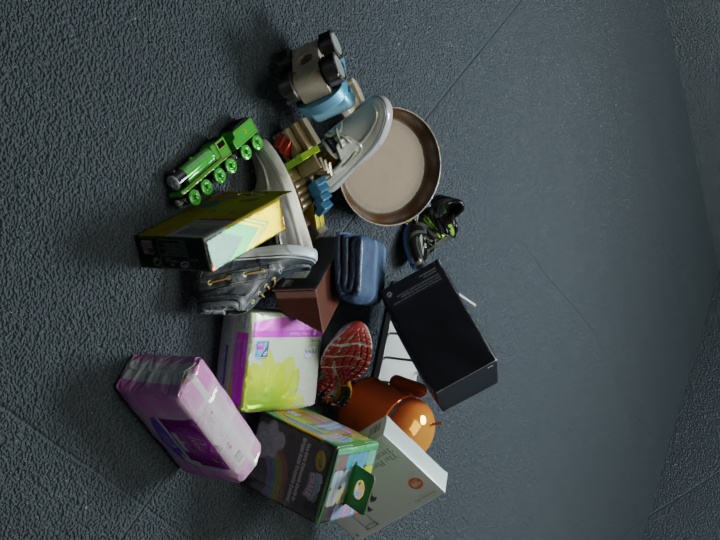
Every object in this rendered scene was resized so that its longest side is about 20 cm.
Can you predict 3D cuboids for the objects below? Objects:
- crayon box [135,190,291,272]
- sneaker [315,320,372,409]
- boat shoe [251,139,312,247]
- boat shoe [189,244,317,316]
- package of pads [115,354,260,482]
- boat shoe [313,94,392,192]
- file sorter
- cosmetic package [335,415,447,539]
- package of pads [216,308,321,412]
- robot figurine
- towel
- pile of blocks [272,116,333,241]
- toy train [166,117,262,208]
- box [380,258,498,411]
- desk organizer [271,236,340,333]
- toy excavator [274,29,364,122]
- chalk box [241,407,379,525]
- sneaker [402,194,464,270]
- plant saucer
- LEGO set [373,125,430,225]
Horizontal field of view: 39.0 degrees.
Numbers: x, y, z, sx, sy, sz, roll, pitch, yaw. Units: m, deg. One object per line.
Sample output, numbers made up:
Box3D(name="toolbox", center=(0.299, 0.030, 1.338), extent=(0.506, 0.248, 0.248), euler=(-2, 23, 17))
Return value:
Box3D(name="crayon box", center=(-0.193, -0.058, 1.401), extent=(0.200, 0.126, 0.051), euler=(-36, 122, -49))
Box3D(name="sneaker", center=(-0.035, 0.142, 1.658), extent=(0.200, 0.077, 0.082), euler=(118, -20, -47))
Box3D(name="boat shoe", center=(-0.134, -0.096, 1.546), extent=(0.068, 0.072, 0.201), euler=(-22, 103, -18))
Box3D(name="boat shoe", center=(-0.151, 0.016, 1.466), extent=(0.199, 0.071, 0.091), euler=(-4, 78, -27))
Box3D(name="package of pads", center=(-0.228, 0.198, 1.375), extent=(0.076, 0.120, 0.200), euler=(-60, 138, -35))
Box3D(name="boat shoe", center=(-0.028, -0.200, 1.619), extent=(0.070, 0.200, 0.071), euler=(-4, 56, -52))
Box3D(name="file sorter", center=(0.125, 0.138, 1.915), extent=(0.139, 0.124, 0.201), euler=(31, 67, -53))
Box3D(name="cosmetic package", center=(0.018, 0.342, 1.655), extent=(0.151, 0.200, 0.052), euler=(43, 30, -18))
Box3D(name="package of pads", center=(-0.136, 0.138, 1.554), extent=(0.200, 0.068, 0.155), euler=(4, 92, -58))
Box3D(name="robot figurine", center=(0.042, 0.254, 1.720), extent=(0.144, 0.199, 0.117), euler=(-22, 123, -44))
Box3D(name="towel", center=(0.000, 0.000, 1.644), extent=(0.200, 0.048, 0.112), euler=(17, 75, -77))
Box3D(name="pile of blocks", center=(-0.090, -0.135, 1.596), extent=(0.062, 0.082, 0.201), euler=(-36, 121, -45))
Box3D(name="toy train", center=(-0.208, -0.157, 1.453), extent=(0.200, 0.042, 0.057), euler=(-49, 122, -43))
Box3D(name="box", center=(0.136, 0.116, 1.733), extent=(0.199, 0.123, 0.200), euler=(60, -1, 19))
Box3D(name="desk organizer", center=(-0.071, 0.020, 1.596), extent=(0.200, 0.071, 0.077), euler=(-63, 148, -62))
Box3D(name="toy excavator", center=(-0.048, -0.286, 1.625), extent=(0.195, 0.099, 0.200), euler=(-95, 159, -45))
Box3D(name="chalk box", center=(-0.058, 0.303, 1.555), extent=(0.124, 0.199, 0.125), euler=(7, 101, -58))
Box3D(name="sneaker", center=(0.142, -0.079, 1.960), extent=(0.200, 0.082, 0.071), euler=(-56, 136, -39))
Box3D(name="plant saucer", center=(0.045, -0.176, 1.730), extent=(0.199, 0.032, 0.201), euler=(-5, 100, -27))
Box3D(name="LEGO set", center=(0.047, -0.183, 1.815), extent=(0.153, 0.116, 0.201), euler=(-19, 107, -24))
